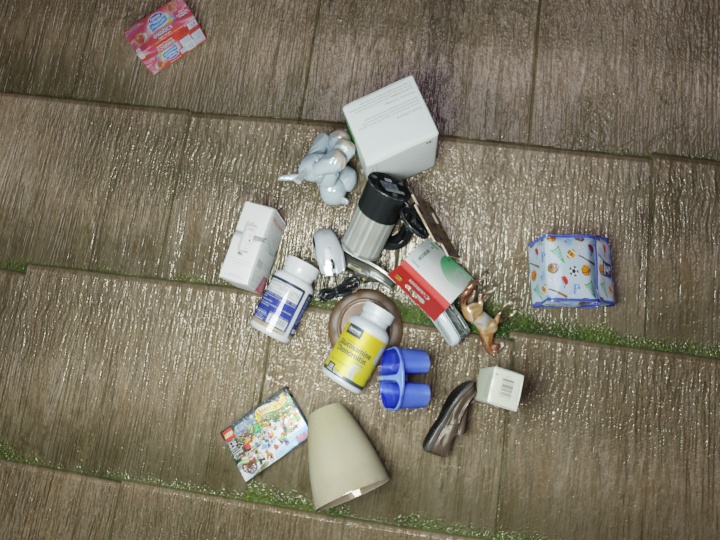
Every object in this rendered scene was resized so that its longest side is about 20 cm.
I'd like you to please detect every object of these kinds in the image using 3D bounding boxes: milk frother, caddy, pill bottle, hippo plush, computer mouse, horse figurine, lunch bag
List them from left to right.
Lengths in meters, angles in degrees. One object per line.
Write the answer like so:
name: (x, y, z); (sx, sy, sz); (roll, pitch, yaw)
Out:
pill bottle: (-0.187, 0.071, 1.310); (0.114, 0.116, 0.203); (25, 81, 9)
computer mouse: (-0.075, -0.026, 1.286); (0.107, 0.044, 0.203); (-15, 66, -10)
hippo plush: (-0.068, -0.240, 1.326); (0.158, 0.162, 0.201); (16, 62, 44)
pill bottle: (0.000, 0.181, 1.239); (0.111, 0.112, 0.203); (28, 82, 9)
milk frother: (0.062, -0.099, 1.256); (0.177, 0.202, 0.190); (20, 123, -10)
caddy: (0.091, 0.255, 1.217); (0.102, 0.200, 0.145); (4, 76, -11)
horse figurine: (0.307, 0.103, 1.276); (0.133, 0.050, 0.200); (-47, 109, -1)
lunch bag: (0.529, 0.003, 1.267); (0.195, 0.124, 0.174); (3, 79, -9)

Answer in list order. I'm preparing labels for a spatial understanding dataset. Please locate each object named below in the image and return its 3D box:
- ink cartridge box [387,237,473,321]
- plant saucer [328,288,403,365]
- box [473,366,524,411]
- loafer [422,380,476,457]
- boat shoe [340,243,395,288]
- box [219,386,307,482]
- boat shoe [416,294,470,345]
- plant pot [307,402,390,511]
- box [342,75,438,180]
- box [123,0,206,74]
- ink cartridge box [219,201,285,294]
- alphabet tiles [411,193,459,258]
ink cartridge box: (0.175, 0.015, 1.263); (0.161, 0.199, 0.050); (44, 125, 10)
plant saucer: (0.012, 0.145, 1.320); (0.195, 0.037, 0.205); (-1, 79, 4)
box: (0.314, 0.271, 1.187); (0.067, 0.200, 0.084); (15, 81, 7)
loafer: (0.227, 0.361, 1.249); (0.070, 0.073, 0.202); (33, 89, 1)
boat shoe: (0.000, 0.000, 1.333); (0.199, 0.072, 0.061); (30, 81, 18)
box: (-0.232, 0.406, 1.286); (0.198, 0.038, 0.138); (-34, 78, -3)
boat shoe: (0.205, 0.090, 1.306); (0.070, 0.072, 0.203); (-27, 82, -18)
plant pot: (-0.049, 0.425, 1.211); (0.184, 0.188, 0.203); (-22, 64, 0)
box: (0.080, -0.342, 1.327); (0.197, 0.199, 0.174); (-24, 78, 1)
box: (-0.563, -0.680, 1.495); (0.198, 0.100, 0.096); (-35, 78, -2)
ink cartridge box: (-0.272, -0.055, 1.325); (0.081, 0.147, 0.204); (16, 80, 7)
alphabet tiles: (0.184, -0.107, 1.278); (0.007, 0.199, 0.170); (-30, 77, 19)
